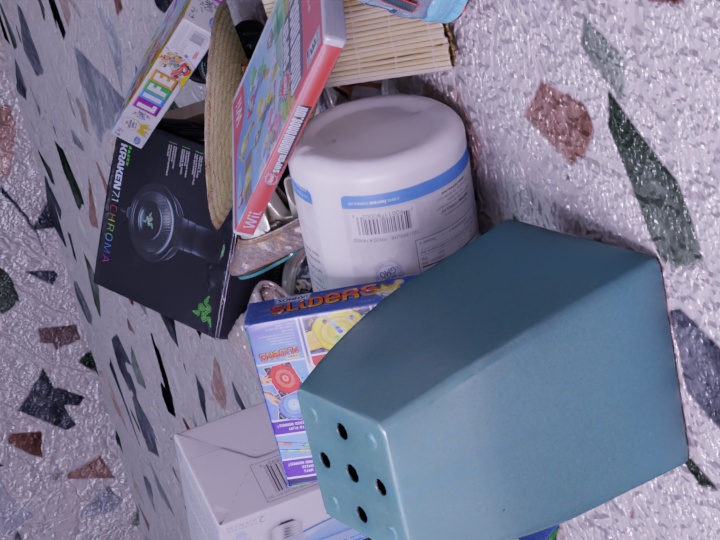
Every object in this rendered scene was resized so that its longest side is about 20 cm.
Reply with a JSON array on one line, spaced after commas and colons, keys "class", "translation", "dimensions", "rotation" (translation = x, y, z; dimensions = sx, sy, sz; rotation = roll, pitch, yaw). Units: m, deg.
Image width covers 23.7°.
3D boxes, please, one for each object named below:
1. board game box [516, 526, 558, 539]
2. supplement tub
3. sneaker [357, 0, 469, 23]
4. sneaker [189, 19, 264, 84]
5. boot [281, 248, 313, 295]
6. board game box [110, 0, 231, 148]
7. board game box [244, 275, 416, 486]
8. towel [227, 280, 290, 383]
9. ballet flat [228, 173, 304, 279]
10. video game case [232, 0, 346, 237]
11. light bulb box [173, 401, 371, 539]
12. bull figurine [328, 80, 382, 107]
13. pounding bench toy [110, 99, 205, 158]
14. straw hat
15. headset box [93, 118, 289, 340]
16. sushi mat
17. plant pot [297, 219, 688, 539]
[{"class": "board game box", "translation": [0.066, 0.200, 1.395], "dimensions": [0.200, 0.034, 0.136], "rotation": [30, 145, 25]}, {"class": "supplement tub", "translation": [0.024, -0.015, 1.259], "dimensions": [0.132, 0.131, 0.201], "rotation": [-135, 30, -56]}, {"class": "sneaker", "translation": [-0.004, -0.244, 1.131], "dimensions": [0.200, 0.095, 0.079], "rotation": [55, 136, 33]}, {"class": "sneaker", "translation": [-0.099, -0.182, 1.559], "dimensions": [0.200, 0.079, 0.076], "rotation": [23, 130, 66]}, {"class": "boot", "translation": [-0.006, 0.083, 1.527], "dimensions": [0.150, 0.073, 0.201], "rotation": [37, 136, 43]}, {"class": "board game box", "translation": [-0.161, -0.216, 1.561], "dimensions": [0.200, 0.034, 0.135], "rotation": [-45, 23, 53]}, {"class": "board game box", "translation": [0.031, 0.073, 1.199], "dimensions": [0.034, 0.199, 0.136], "rotation": [-84, -16, -63]}, {"class": "towel", "translation": [-0.038, 0.108, 1.492], "dimensions": [0.200, 0.034, 0.133], "rotation": [48, 153, 6]}, {"class": "ballet flat", "translation": [-0.054, -0.050, 1.466], "dimensions": [0.200, 0.068, 0.067], "rotation": [-21, 111, 40]}, {"class": "video game case", "translation": [-0.055, -0.141, 1.231], "dimensions": [0.200, 0.017, 0.143], "rotation": [119, 156, -44]}, {"class": "light bulb box", "translation": [-0.068, 0.233, 1.715], "dimensions": [0.200, 0.197, 0.125], "rotation": [88, 158, -48]}, {"class": "bull figurine", "translation": [-0.033, -0.198, 1.333], "dimensions": [0.121, 0.065, 0.201], "rotation": [5, 110, 52]}, {"class": "pounding bench toy", "translation": [-0.185, -0.081, 1.866], "dimensions": [0.200, 0.124, 0.157], "rotation": [149, 101, -73]}, {"class": "straw hat", "translation": [-0.076, -0.131, 1.427], "dimensions": [0.201, 0.085, 0.202], "rotation": [2, -90, -88]}, {"class": "headset box", "translation": [-0.149, -0.041, 1.648], "dimensions": [0.200, 0.093, 0.175], "rotation": [22, 106, 39]}, {"class": "sushi mat", "translation": [-0.007, -0.183, 1.242], "dimensions": [0.200, 0.012, 0.096], "rotation": [-1, 106, 50]}, {"class": "plant pot", "translation": [0.073, 0.081, 1.041], "dimensions": [0.141, 0.200, 0.142], "rotation": [17, 127, 51]}]
